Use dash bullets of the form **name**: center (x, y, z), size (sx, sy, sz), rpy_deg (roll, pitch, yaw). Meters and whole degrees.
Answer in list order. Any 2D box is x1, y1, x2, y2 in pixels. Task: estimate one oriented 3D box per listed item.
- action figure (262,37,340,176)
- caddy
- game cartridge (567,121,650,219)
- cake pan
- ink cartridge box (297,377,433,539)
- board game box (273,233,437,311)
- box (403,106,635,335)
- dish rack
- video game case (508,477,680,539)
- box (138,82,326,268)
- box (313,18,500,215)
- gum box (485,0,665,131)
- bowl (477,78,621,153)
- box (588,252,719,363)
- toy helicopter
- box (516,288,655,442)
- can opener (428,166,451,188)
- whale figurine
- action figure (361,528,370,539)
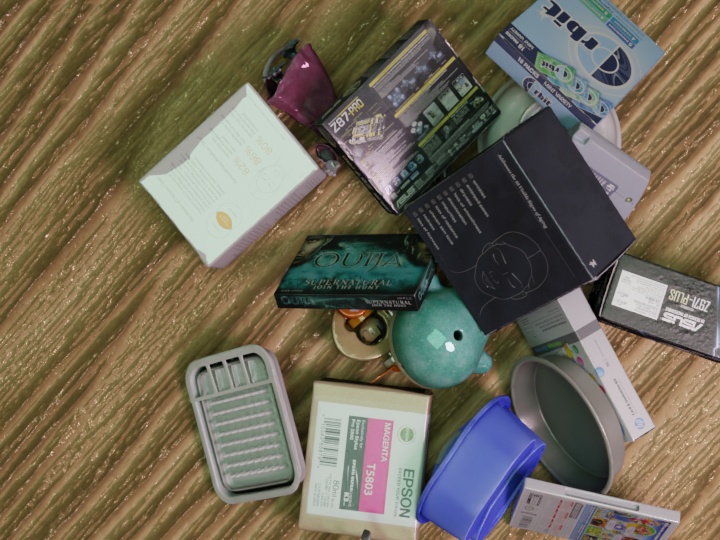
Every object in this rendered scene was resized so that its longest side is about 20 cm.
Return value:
- **action figure**: center (-0.052, -0.205, 1.594), size (0.200, 0.149, 0.134), rpy_deg (45, 75, -20)
- **caddy**: center (0.150, 0.258, 1.535), size (0.104, 0.141, 0.201), rpy_deg (35, 91, 23)
- **game cartridge**: center (0.274, -0.091, 1.524), size (0.132, 0.041, 0.200), rpy_deg (35, 134, -9)
- **cake pan**: center (0.267, 0.195, 1.516), size (0.036, 0.200, 0.202), rpy_deg (-25, 86, -23)
- **ink cartridge box**: center (0.008, 0.254, 1.585), size (0.162, 0.075, 0.203), rpy_deg (5, 88, 6)
- **board game box**: center (0.000, 0.000, 1.543), size (0.197, 0.136, 0.028), rpy_deg (0, 127, 22)
- **box**: center (0.194, -0.058, 1.460), size (0.196, 0.124, 0.201), rpy_deg (-32, 92, 48)
- **dish rack**: center (-0.149, 0.205, 1.586), size (0.170, 0.043, 0.203), rpy_deg (-17, 86, 38)
- **video game case**: center (0.299, 0.323, 1.530), size (0.197, 0.144, 0.018), rpy_deg (12, 59, 5)
- **box**: center (-0.170, -0.124, 1.594), size (0.199, 0.106, 0.153), rpy_deg (-41, 86, 2)
- **box**: center (0.063, -0.198, 1.529), size (0.200, 0.049, 0.161), rpy_deg (-45, 110, -7)
- **gum box**: center (0.283, -0.284, 1.537), size (0.170, 0.045, 0.200), rpy_deg (44, 53, 4)
- **bowl**: center (0.254, -0.177, 1.568), size (0.198, 0.090, 0.204), rpy_deg (0, 88, 6)
- **box**: center (0.401, 0.052, 1.512), size (0.197, 0.164, 0.087), rpy_deg (19, 90, 4)
- **toy helicopter**: center (0.059, 0.074, 1.588), size (0.197, 0.079, 0.134), rpy_deg (-12, 81, -8)
- **box**: center (0.286, 0.127, 1.523), size (0.041, 0.156, 0.202), rpy_deg (-28, 87, -16)
- **can opener**: center (0.092, -0.175, 1.590), size (0.053, 0.067, 0.203), rpy_deg (-12, 88, -5)
- **whale figurine**: center (0.131, 0.065, 1.533), size (0.199, 0.104, 0.160), rpy_deg (-36, 97, -20)
- **action figure**: center (0.003, 0.438, 1.549), size (0.199, 0.105, 0.193), rpy_deg (-38, 121, 13)
